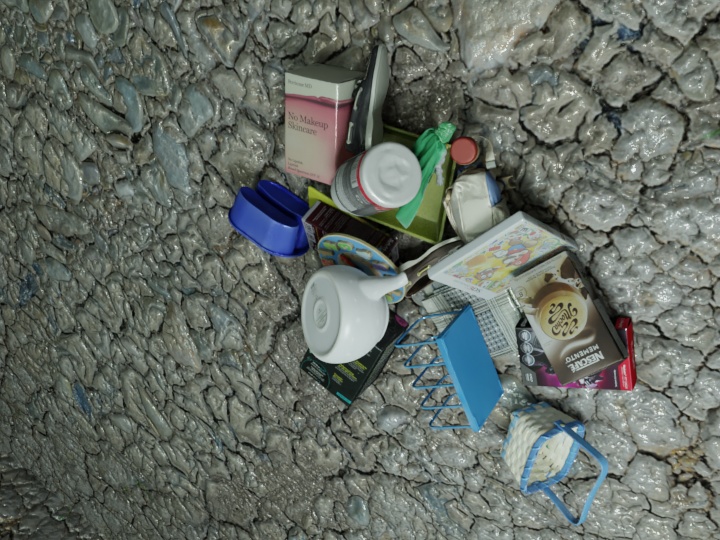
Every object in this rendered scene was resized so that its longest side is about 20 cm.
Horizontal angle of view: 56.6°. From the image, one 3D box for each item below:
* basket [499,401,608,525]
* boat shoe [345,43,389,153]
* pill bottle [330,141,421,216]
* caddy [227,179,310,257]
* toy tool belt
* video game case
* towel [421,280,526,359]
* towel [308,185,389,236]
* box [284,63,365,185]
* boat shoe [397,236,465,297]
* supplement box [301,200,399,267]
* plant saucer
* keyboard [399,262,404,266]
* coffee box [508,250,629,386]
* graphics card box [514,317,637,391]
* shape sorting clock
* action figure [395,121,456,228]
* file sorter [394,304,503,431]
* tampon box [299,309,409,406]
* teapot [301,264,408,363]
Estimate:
[{"bbox_3d":[0.372,0.358,1.275,0.200,0.139,0.176,51,141,46],"label":"basket"},{"bbox_3d":[0.012,-0.310,1.215,0.060,0.074,0.200,8,96,21],"label":"boat shoe"},{"bbox_3d":[0.017,-0.155,1.186,0.111,0.111,0.200,64,159,-8],"label":"pill bottle"},{"bbox_3d":[-0.194,-0.106,1.457,0.200,0.141,0.105,36,126,17],"label":"caddy"},{"bbox_3d":[0.208,-0.140,1.171,0.125,0.123,0.200,-10,102,24],"label":"toy tool belt"},{"bbox_3d":[0.246,-0.019,1.156,0.200,0.182,0.023,-35,54,33],"label":"video game case"},{"bbox_3d":[0.228,0.087,1.323,0.192,0.035,0.200,-23,98,41],"label":"towel"},{"bbox_3d":[-0.024,-0.104,1.386,0.200,0.018,0.086,34,156,12],"label":"towel"},{"bbox_3d":[-0.067,-0.284,1.295,0.128,0.109,0.200,20,124,27],"label":"box"},{"bbox_3d":[0.146,-0.008,1.296,0.200,0.072,0.060,-31,66,41],"label":"boat shoe"},{"bbox_3d":[-0.018,-0.054,1.370,0.200,0.061,0.109,27,155,23],"label":"supplement box"},{"bbox_3d":[0.091,-0.174,1.278,0.200,0.048,0.200,23,125,25],"label":"plant saucer"},{"bbox_3d":[0.018,-0.023,1.434,0.200,0.011,0.056,26,126,23],"label":"keyboard"},{"bbox_3d":[0.355,0.082,1.140,0.113,0.080,0.200,-32,72,24],"label":"coffee box"},{"bbox_3d":[0.390,0.149,1.215,0.200,0.051,0.126,-1,111,30],"label":"graphics card box"},{"bbox_3d":[0.000,0.000,1.315,0.200,0.039,0.200,30,155,16],"label":"shape sorting clock"},{"bbox_3d":[0.113,-0.182,1.170,0.200,0.055,0.118,119,140,-47],"label":"action figure"},{"bbox_3d":[0.173,0.194,1.312,0.123,0.139,0.200,-13,106,38],"label":"file sorter"},{"bbox_3d":[-0.015,0.166,1.478,0.150,0.126,0.200,38,129,13],"label":"tampon box"},{"bbox_3d":[-0.015,0.085,1.272,0.200,0.146,0.198,16,103,57],"label":"teapot"}]
